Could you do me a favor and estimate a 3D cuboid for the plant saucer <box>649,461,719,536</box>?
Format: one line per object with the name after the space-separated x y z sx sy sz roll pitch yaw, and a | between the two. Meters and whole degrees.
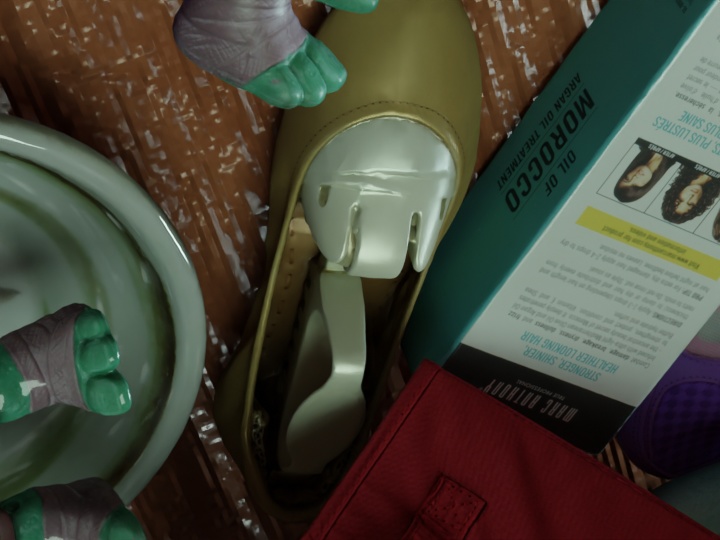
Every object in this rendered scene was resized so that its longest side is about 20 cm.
0.162 0.092 0.890 0.200 0.039 0.201 -12 164 -4 | plant saucer

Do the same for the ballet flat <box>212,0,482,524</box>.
0.000 0.000 0.781 0.068 0.063 0.201 5 126 -15 | ballet flat

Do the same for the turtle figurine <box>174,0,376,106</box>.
0.009 -0.150 0.634 0.100 0.150 0.201 33 124 13 | turtle figurine

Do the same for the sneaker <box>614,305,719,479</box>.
0.170 0.013 0.834 0.200 0.089 0.080 -41 131 19 | sneaker

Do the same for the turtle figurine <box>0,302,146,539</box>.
-0.165 0.077 0.700 0.199 0.101 0.150 -17 138 -22 | turtle figurine

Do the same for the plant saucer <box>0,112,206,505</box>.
-0.150 0.021 0.757 0.199 0.050 0.201 -9 129 -11 | plant saucer

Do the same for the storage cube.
0.041 0.173 0.789 0.179 0.171 0.200 31 148 8 | storage cube

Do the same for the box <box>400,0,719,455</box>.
0.098 -0.034 0.796 0.082 0.049 0.200 21 119 -30 | box
